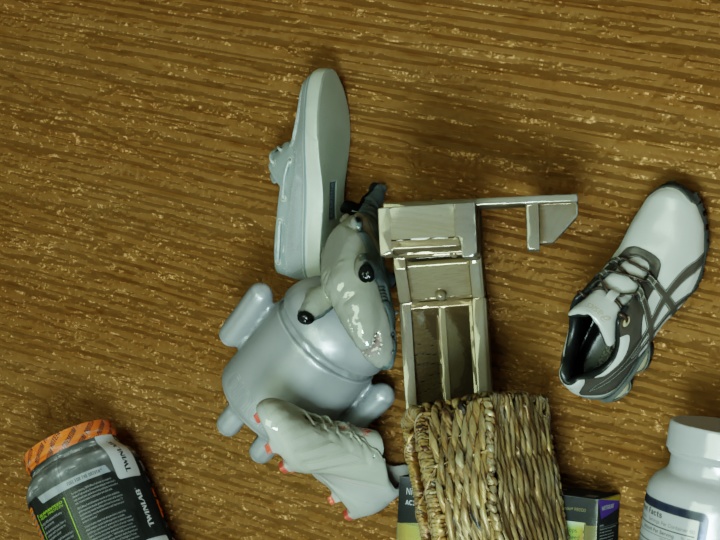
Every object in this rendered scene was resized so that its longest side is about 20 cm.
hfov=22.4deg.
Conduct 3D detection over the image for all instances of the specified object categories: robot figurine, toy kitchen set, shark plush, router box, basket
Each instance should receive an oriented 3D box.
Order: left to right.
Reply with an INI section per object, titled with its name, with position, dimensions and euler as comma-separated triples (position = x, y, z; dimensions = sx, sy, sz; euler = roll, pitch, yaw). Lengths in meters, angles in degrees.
[robot figurine]
position = -0.050, 0.086, 1.681
dimensions = 0.169, 0.113, 0.200
euler = 37, 111, -5
[shark plush]
position = 0.000, 0.000, 1.632
dimensions = 0.091, 0.083, 0.201
euler = -42, 28, 23
[basket]
position = 0.081, 0.209, 1.524
dimensions = 0.148, 0.142, 0.201
euler = -12, 81, 29
[toy kitchen set]
position = 0.108, 0.030, 1.548
dimensions = 0.162, 0.200, 0.182
euler = -4, 88, 6
[router box]
position = 0.127, 0.267, 1.609
dimensions = 0.199, 0.052, 0.158
euler = 2, 90, 31

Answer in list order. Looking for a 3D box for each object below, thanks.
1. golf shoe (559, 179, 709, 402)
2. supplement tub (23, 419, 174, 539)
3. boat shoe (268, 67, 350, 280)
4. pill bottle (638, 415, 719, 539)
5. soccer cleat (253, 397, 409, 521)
[golf shoe]
position = 0.228, 0.020, 1.526
dimensions = 0.077, 0.094, 0.201
euler = 26, 102, 29
[supplement tub]
position = -0.253, 0.257, 1.800
dimensions = 0.122, 0.122, 0.201
euler = -32, 74, 27
[boat shoe]
position = -0.055, -0.089, 1.709
dimensions = 0.071, 0.070, 0.202
euler = 4, 95, 26
[pill bottle]
position = 0.284, 0.224, 1.478
dimensions = 0.115, 0.116, 0.201
euler = 11, 96, 31
[soccer cleat]
position = -0.025, 0.158, 1.630
dimensions = 0.077, 0.200, 0.070
euler = -33, 48, 11
